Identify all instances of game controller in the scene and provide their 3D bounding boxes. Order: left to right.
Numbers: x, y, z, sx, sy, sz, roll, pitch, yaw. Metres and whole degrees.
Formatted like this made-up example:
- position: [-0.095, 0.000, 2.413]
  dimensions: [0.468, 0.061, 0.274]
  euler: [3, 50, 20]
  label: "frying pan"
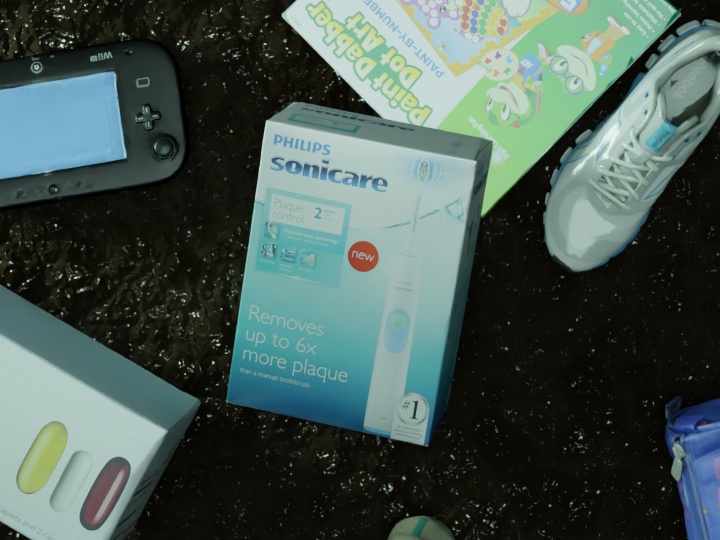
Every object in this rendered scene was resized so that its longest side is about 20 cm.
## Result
- position: [-0.220, -0.100, 1.435]
  dimensions: [0.198, 0.042, 0.105]
  euler: [-9, 94, 3]
  label: "game controller"

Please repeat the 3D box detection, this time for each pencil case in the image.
- position: [0.262, 0.184, 1.408]
  dimensions: [0.086, 0.078, 0.202]
  euler: [-12, 93, -25]
  label: "pencil case"

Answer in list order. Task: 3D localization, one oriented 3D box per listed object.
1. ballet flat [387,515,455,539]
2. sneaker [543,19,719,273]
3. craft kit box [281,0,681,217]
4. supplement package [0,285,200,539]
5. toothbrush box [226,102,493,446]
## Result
- position: [0.037, 0.275, 1.435]
  dimensions: [0.069, 0.069, 0.202]
  euler: [-1, 94, 3]
  label: "ballet flat"
- position: [0.190, -0.086, 1.391]
  dimensions: [0.075, 0.087, 0.201]
  euler: [33, 97, -1]
  label: "sneaker"
- position: [0.083, -0.176, 1.412]
  dimensions: [0.200, 0.049, 0.198]
  euler: [44, 98, -1]
  label: "craft kit box"
- position: [-0.228, 0.095, 1.392]
  dimensions: [0.199, 0.156, 0.111]
  euler: [29, 95, 1]
  label: "supplement package"
- position: [0.000, 0.000, 1.386]
  dimensions: [0.145, 0.085, 0.202]
  euler: [12, 105, 8]
  label: "toothbrush box"
